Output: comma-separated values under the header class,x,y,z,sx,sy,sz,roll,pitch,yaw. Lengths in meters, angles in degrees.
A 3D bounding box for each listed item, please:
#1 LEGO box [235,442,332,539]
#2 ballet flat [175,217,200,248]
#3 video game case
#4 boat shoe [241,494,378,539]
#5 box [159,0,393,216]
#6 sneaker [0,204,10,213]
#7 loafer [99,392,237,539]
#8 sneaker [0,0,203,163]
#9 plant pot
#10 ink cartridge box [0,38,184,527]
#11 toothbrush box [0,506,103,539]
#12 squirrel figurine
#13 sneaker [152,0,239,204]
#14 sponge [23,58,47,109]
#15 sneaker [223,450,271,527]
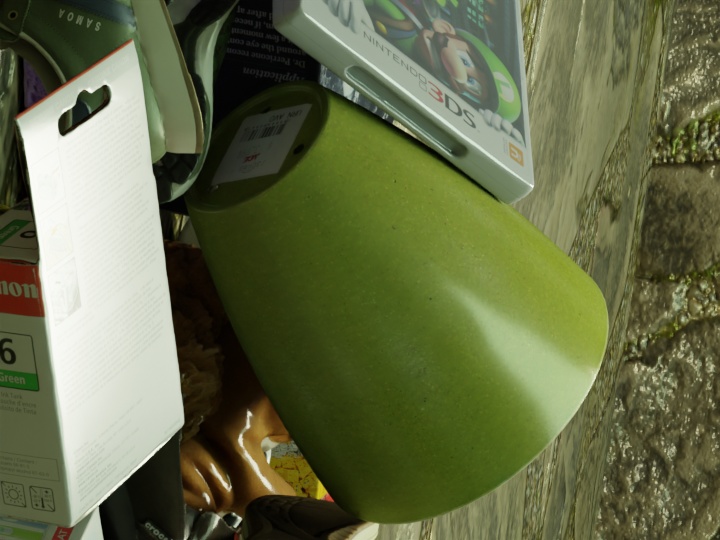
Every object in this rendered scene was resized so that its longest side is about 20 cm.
class,x,y,z,sx,sy,sz,roll,pitch,yaw
LEGO box,-0.033,0.091,1.955,0.200,0.077,0.149,-51,148,-63
ballet flat,-0.043,0.044,1.719,0.200,0.069,0.069,52,29,-9
video game case,0.023,-0.155,1.513,0.182,0.023,0.200,35,36,-34
boat shoe,-0.033,0.167,1.522,0.200,0.072,0.065,-58,155,-80
box,-0.046,-0.156,1.648,0.197,0.117,0.200,-58,156,-56
sneaker,-0.169,0.003,1.358,0.200,0.074,0.085,-42,140,-68
loafer,-0.096,0.151,1.478,0.073,0.071,0.200,163,-87,-79
sneaker,-0.146,-0.138,1.352,0.067,0.090,0.200,175,-104,-81
plant pot,0.000,0.000,1.504,0.200,0.187,0.187,49,44,-31
ink cartridge box,-0.136,0.004,1.301,0.109,0.050,0.200,-43,133,-55
toothbrush box,-0.184,0.229,1.443,0.146,0.086,0.200,-67,160,-43
squirrel figurine,-0.111,0.092,1.602,0.187,0.141,0.200,-57,142,-33
sneaker,-0.098,-0.122,1.474,0.089,0.077,0.200,104,3,-78
sponge,-0.143,-0.097,1.482,0.112,0.030,0.200,-54,150,-62
sneaker,-0.080,0.092,1.786,0.092,0.076,0.200,73,32,-70
